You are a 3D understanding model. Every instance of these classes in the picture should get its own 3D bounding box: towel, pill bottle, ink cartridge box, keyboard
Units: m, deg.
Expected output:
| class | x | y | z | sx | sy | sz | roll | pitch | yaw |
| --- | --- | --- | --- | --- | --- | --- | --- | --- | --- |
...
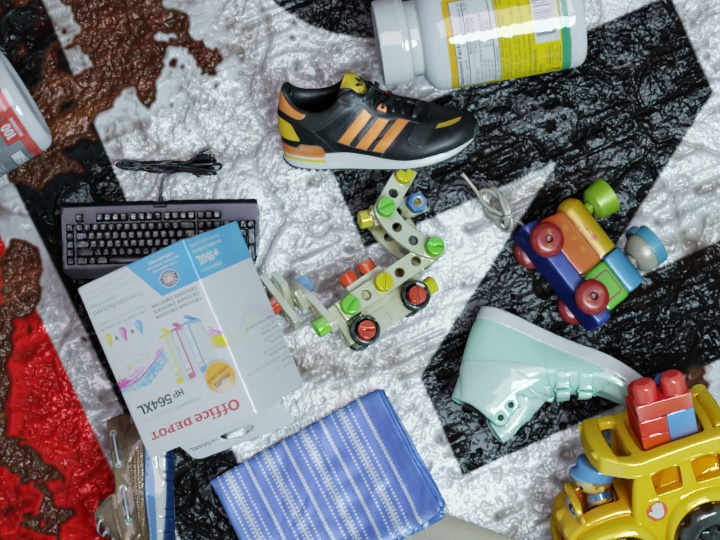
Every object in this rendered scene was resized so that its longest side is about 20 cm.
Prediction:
| class | x | y | z | sx | sy | sz | roll | pitch | yaw |
| --- | --- | --- | --- | --- | --- | --- | --- | --- | --- |
| towel | -0.031 | 0.222 | 1.743 | 0.199 | 0.024 | 0.146 | -29 | 76 | 0 |
| pill bottle | -0.411 | -0.121 | 1.727 | 0.199 | 0.116 | 0.116 | -32 | 87 | -2 |
| ink cartridge box | -0.154 | 0.076 | 1.691 | 0.128 | 0.125 | 0.202 | -23 | 91 | 21 |
| pill bottle | 0.114 | -0.238 | 1.736 | 0.198 | 0.113 | 0.114 | -10 | 87 | -1 |
| keyboard | -0.200 | -0.057 | 1.772 | 0.198 | 0.021 | 0.128 | -2 | 87 | -1 |

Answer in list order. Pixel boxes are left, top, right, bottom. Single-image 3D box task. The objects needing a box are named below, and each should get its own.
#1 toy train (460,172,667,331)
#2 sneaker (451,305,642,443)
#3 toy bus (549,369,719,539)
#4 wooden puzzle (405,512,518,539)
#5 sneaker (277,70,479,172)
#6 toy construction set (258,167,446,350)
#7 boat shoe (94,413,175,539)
| class | x | y | z | sx | sy | sz | roll | pitch | yaw |
| --- | --- | --- | --- | --- | --- | --- | --- | --- | --- |
| toy train | 0.204 | -0.051 | 1.746 | 0.115 | 0.085 | 0.201 | -37 | 87 | -12 |
| sneaker | 0.188 | 0.126 | 1.734 | 0.199 | 0.074 | 0.119 | 22 | 81 | 11 |
| toy bus | 0.265 | 0.185 | 1.668 | 0.198 | 0.136 | 0.193 | -18 | 116 | 1 |
| wooden puzzle | 0.089 | 0.342 | 1.688 | 0.184 | 0.046 | 0.202 | 14 | 84 | 40 |
| sneaker | 0.013 | -0.150 | 1.722 | 0.198 | 0.070 | 0.091 | -3 | 124 | 13 |
| toy construction set | 0.000 | 0.000 | 1.733 | 0.199 | 0.092 | 0.132 | -34 | 87 | -2 |
| boat shoe | -0.220 | 0.238 | 1.736 | 0.072 | 0.072 | 0.202 | -1 | 77 | 5 |
